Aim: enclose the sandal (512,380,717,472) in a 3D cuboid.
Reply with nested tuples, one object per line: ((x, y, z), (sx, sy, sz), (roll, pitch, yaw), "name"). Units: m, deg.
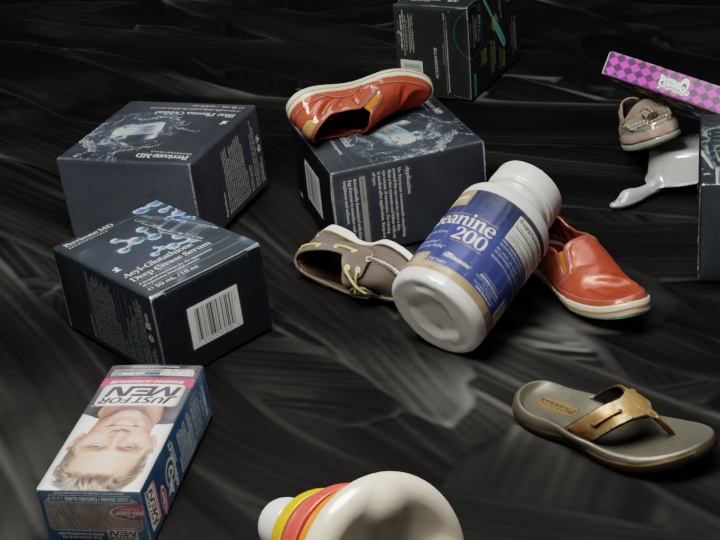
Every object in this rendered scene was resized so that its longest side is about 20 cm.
((0.224, 0.129, 1.203), (0.199, 0.055, 0.081), (19, 37, 40), "sandal")

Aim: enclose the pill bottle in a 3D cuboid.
((0.129, -0.020, 1.393), (0.110, 0.112, 0.200), (15, 53, 36), "pill bottle")

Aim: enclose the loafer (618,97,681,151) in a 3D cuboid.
((0.359, -0.191, 1.702), (0.071, 0.064, 0.200), (-18, 5, 4), "loafer")

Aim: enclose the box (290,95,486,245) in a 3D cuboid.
((0.034, -0.123, 1.662), (0.197, 0.119, 0.197), (-13, 28, -13), "box")

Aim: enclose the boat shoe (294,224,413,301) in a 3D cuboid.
((0.000, 0.000, 1.488), (0.059, 0.073, 0.199), (-30, 31, -27), "boat shoe")

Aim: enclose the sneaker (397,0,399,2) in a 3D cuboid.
((0.100, -0.469, 2.351), (0.087, 0.081, 0.201), (-13, 28, 5), "sneaker")

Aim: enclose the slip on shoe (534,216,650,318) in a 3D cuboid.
((0.240, -0.003, 1.429), (0.073, 0.062, 0.200), (-15, 30, -18), "slip on shoe")

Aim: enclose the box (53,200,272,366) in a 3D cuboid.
((-0.218, 0.018, 1.463), (0.148, 0.108, 0.199), (-29, 34, -34), "box")

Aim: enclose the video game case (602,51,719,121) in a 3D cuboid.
((0.430, -0.214, 1.686), (0.199, 0.036, 0.180), (27, 7, 35), "video game case")

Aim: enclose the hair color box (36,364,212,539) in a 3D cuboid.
((-0.213, 0.165, 1.233), (0.099, 0.061, 0.201), (-1, 29, 12), "hair color box")

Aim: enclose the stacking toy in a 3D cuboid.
((-0.022, 0.221, 1.051), (0.145, 0.148, 0.199), (-22, 12, -27), "stacking toy")

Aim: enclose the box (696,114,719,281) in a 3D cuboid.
((0.476, -0.084, 1.478), (0.197, 0.125, 0.197), (0, 30, 14), "box")

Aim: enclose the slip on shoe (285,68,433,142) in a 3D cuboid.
((0.006, -0.198, 1.625), (0.198, 0.074, 0.062), (-15, 62, -28), "slip on shoe")

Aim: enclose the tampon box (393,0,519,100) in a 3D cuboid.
((0.153, -0.373, 2.069), (0.125, 0.152, 0.200), (9, 31, 27), "tampon box")

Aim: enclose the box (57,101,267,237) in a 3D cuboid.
((-0.252, -0.129, 1.727), (0.194, 0.119, 0.200), (4, 30, 21), "box")

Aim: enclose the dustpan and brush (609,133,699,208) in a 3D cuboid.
((0.388, -0.123, 1.658), (0.198, 0.058, 0.139), (-14, 16, -27), "dustpan and brush")
